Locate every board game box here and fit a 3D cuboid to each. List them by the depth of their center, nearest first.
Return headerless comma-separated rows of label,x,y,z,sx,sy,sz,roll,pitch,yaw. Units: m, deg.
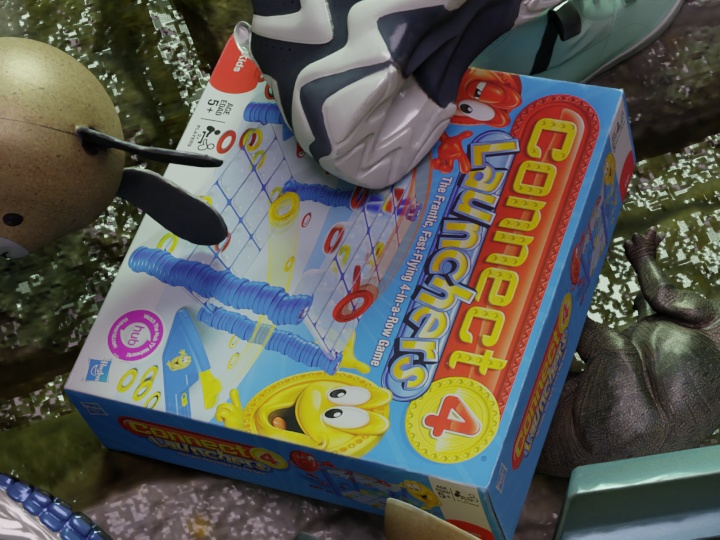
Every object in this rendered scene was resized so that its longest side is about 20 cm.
board game box,0.000,0.000,0.763,0.194,0.056,0.201,10,62,22

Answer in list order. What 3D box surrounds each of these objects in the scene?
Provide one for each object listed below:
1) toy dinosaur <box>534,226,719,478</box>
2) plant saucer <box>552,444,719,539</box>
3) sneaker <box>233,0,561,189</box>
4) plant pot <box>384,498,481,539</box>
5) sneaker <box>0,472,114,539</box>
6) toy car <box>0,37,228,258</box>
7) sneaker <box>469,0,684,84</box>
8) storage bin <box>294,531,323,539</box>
toy dinosaur,0.124,0.049,0.766,0.199,0.077,0.103,-20,53,-17
plant saucer,0.180,0.091,0.752,0.198,0.070,0.019,-8,57,-8
sneaker,0.021,-0.146,0.754,0.130,0.079,0.200,43,101,33
plant pot,0.089,0.148,0.651,0.199,0.200,0.028,30,80,11
sneaker,-0.201,0.108,0.719,0.199,0.077,0.086,24,70,10
toy car,-0.153,-0.032,0.702,0.198,0.164,0.159,6,75,-2
sneaker,0.114,-0.152,0.841,0.074,0.118,0.201,35,65,15
storage bin,0.040,0.195,0.646,0.199,0.135,0.094,29,75,11
